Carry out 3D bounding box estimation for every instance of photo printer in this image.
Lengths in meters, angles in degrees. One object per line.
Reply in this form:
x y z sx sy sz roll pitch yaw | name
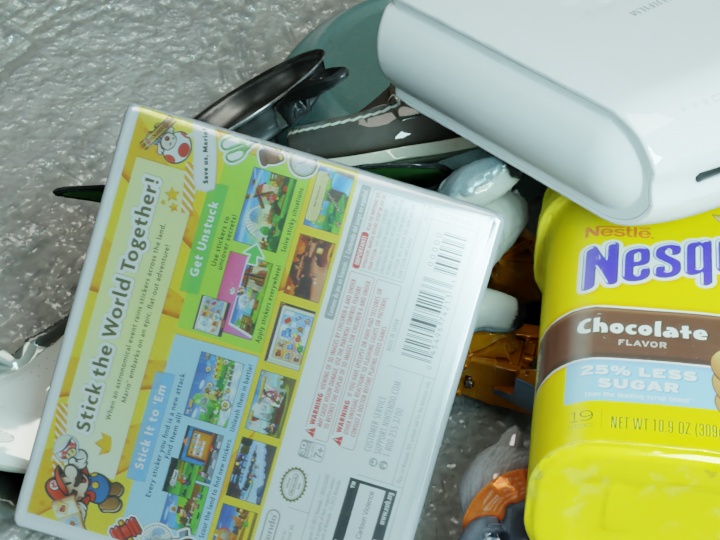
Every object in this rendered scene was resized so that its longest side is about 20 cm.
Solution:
0.130 -0.098 0.830 0.165 0.070 0.200 -25 41 -29 | photo printer

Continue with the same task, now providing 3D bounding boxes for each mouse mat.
-0.046 -0.045 0.914 0.198 0.161 0.008 -4 89 9 | mouse mat

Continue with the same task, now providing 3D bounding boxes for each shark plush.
0.000 0.000 0.859 0.198 0.092 0.083 -24 29 -16 | shark plush

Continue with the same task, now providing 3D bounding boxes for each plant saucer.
0.043 -0.113 1.057 0.198 0.036 0.201 1 47 -1 | plant saucer

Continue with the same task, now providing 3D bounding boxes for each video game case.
-0.047 0.045 0.799 0.180 0.202 0.023 16 3 -1 | video game case

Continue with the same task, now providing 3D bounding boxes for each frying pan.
-0.040 -0.099 0.977 0.189 0.031 0.115 -16 22 44 | frying pan

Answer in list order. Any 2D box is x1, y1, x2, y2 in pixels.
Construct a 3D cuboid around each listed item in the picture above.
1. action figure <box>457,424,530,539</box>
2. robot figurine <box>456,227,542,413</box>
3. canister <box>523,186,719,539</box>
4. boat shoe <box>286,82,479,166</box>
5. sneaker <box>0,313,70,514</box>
0.118 0.147 0.771 0.199 0.105 0.194 -28 63 -23 | action figure
0.152 0.038 0.900 0.198 0.059 0.146 11 48 9 | robot figurine
0.148 0.042 0.777 0.147 0.087 0.201 6 38 5 | canister
0.051 -0.093 0.957 0.199 0.072 0.061 -12 92 -3 | boat shoe
-0.143 0.075 0.857 0.199 0.074 0.089 -25 62 -16 | sneaker
